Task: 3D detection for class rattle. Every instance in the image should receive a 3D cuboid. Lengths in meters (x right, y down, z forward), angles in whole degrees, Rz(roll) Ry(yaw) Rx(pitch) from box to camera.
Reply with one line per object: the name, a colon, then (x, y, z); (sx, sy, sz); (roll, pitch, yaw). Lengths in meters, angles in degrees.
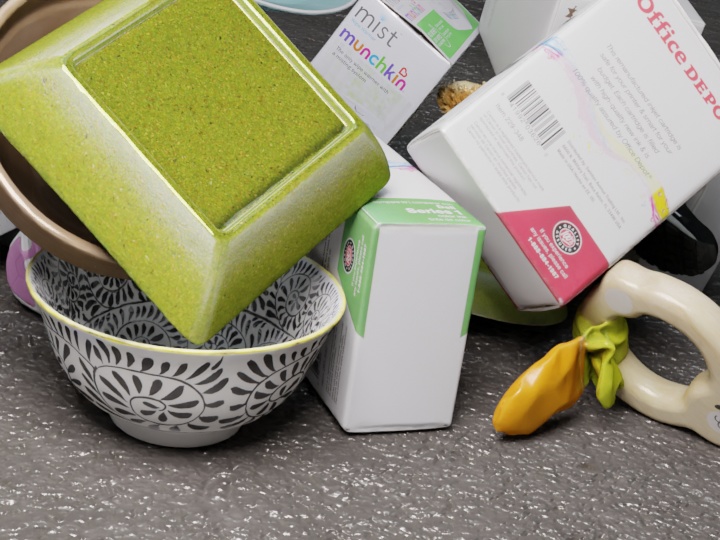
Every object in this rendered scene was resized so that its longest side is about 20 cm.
rattle: (0.212, 0.098, 0.984); (0.200, 0.131, 0.143); (41, 40, 8)

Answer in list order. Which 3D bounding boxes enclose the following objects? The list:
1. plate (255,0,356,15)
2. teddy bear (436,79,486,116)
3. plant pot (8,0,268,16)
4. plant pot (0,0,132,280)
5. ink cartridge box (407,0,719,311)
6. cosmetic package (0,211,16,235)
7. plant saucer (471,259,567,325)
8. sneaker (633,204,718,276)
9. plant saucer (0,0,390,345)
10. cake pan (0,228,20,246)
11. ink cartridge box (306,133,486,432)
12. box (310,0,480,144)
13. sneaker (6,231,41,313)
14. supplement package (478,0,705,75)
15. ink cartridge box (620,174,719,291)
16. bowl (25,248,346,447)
plate: (-0.094, -0.258, 1.210); (0.198, 0.026, 0.201); (21, 32, -14)
teddy bear: (0.127, -0.073, 1.213); (0.066, 0.201, 0.145); (-37, -7, -12)
plant pot: (-0.168, -0.214, 1.257); (0.185, 0.190, 0.199); (-11, 32, -40)
plant pot: (-0.155, -0.078, 0.932); (0.198, 0.093, 0.204); (13, 61, -24)
ink cartridge box: (0.154, -0.089, 1.032); (0.199, 0.148, 0.086); (-37, 5, -17)
cosmetic package: (-0.292, -0.080, 1.125); (0.199, 0.082, 0.112); (-32, 36, -30)
plant saucer: (0.079, -0.013, 1.204); (0.197, 0.031, 0.200); (17, 16, -5)
sneaker: (0.226, -0.077, 1.203); (0.087, 0.076, 0.200); (-38, 50, -14)
plant saucer: (-0.092, -0.092, 0.882); (0.200, 0.048, 0.200); (47, 51, 1)
cake pan: (-0.231, -0.076, 1.217); (0.197, 0.037, 0.201); (-7, 31, 4)
ink cartridge box: (0.000, 0.000, 1.036); (0.083, 0.147, 0.200); (0, 22, -22)
box: (0.006, -0.159, 1.274); (0.096, 0.177, 0.200); (41, 20, -2)
sneaker: (-0.158, -0.009, 1.097); (0.197, 0.082, 0.088); (-9, -3, -1)
supplement package: (0.179, -0.197, 1.208); (0.119, 0.121, 0.201); (11, 30, -11)
ink cartridge box: (0.253, -0.084, 1.320); (0.087, 0.147, 0.200); (22, 13, -27)
bowl: (-0.113, 0.049, 0.941); (0.198, 0.096, 0.201); (8, 21, -3)
